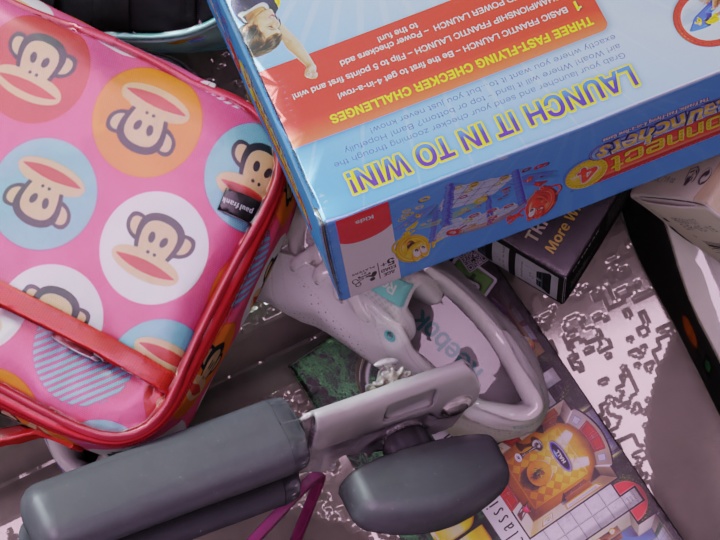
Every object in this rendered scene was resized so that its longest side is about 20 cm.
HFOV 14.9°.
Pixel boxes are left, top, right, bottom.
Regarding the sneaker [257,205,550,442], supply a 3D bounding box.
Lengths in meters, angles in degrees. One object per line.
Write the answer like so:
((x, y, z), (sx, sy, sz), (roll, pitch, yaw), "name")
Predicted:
((0.000, 0.000, 1.153), (0.200, 0.088, 0.075), (35, 87, -4), "sneaker")

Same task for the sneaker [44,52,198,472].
((-0.100, -0.003, 1.195), (0.072, 0.114, 0.202), (1, 82, 8), "sneaker")

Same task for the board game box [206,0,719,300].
((0.045, -0.113, 1.063), (0.199, 0.056, 0.196), (-21, 59, -6), "board game box")

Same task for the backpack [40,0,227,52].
((-0.089, -0.193, 1.195), (0.175, 0.153, 0.201), (10, 86, 8), "backpack")

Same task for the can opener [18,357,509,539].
((-0.035, 0.083, 1.083), (0.199, 0.053, 0.067), (-15, 60, -18), "can opener")

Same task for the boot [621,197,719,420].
((0.198, -0.016, 1.189), (0.144, 0.072, 0.201), (-23, 77, -7), "boot")

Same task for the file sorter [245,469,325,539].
((0.009, 0.201, 1.133), (0.200, 0.139, 0.125), (40, 63, 11), "file sorter")

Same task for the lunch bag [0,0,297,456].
((-0.140, -0.014, 1.107), (0.199, 0.082, 0.177), (25, 85, 8), "lunch bag")

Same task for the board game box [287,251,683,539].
((0.065, 0.096, 1.209), (0.105, 0.023, 0.200), (-35, 80, 4), "board game box")

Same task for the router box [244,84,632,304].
((0.070, -0.113, 1.151), (0.157, 0.052, 0.201), (30, 80, 9), "router box")

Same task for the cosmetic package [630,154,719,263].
((0.209, -0.084, 1.112), (0.103, 0.073, 0.201), (33, 83, -19), "cosmetic package")
